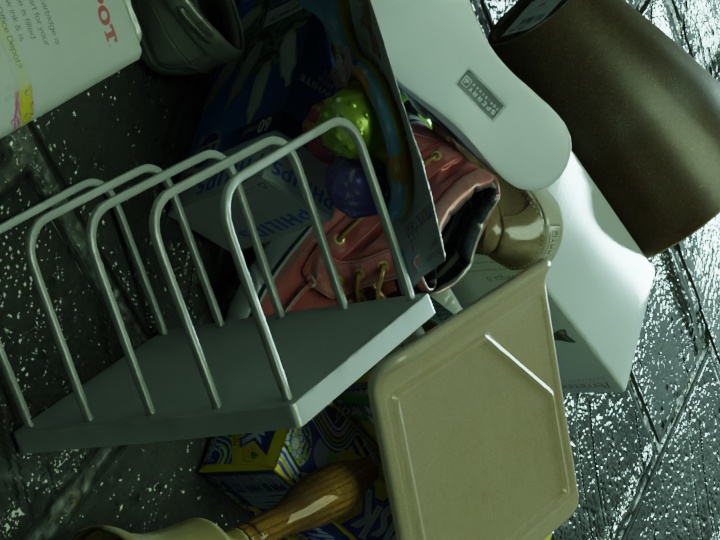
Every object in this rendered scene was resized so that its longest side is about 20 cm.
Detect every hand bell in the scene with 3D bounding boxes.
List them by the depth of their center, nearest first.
[{"bbox_3d":[-0.061,0.153,0.983,0.200,0.104,0.104,-27,108,-41],"label":"hand bell"}]

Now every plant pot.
[{"bbox_3d":[0.198,-0.136,1.380,0.200,0.187,0.187,51,46,-20],"label":"plant pot"}]

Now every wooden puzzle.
[{"bbox_3d":[0.072,0.111,1.075,0.185,0.037,0.200,-29,120,-45],"label":"wooden puzzle"}]

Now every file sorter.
[{"bbox_3d":[-0.092,0.007,0.910,0.139,0.200,0.125,-36,111,-51],"label":"file sorter"}]

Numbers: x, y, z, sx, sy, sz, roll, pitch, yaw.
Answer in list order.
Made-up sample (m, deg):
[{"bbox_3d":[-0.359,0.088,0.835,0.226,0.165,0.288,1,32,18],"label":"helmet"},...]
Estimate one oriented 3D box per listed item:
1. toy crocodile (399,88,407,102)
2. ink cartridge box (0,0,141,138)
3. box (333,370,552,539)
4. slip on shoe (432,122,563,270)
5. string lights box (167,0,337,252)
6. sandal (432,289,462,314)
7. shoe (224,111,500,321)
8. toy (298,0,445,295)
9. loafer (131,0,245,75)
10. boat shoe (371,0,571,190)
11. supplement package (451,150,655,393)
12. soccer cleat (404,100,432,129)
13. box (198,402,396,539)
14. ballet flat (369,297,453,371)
[{"bbox_3d":[0.034,-0.161,1.133,0.062,0.067,0.200,37,53,-15],"label":"toy crocodile"},{"bbox_3d":[-0.216,-0.136,0.843,0.200,0.087,0.146,-40,119,-47],"label":"ink cartridge box"},{"bbox_3d":[0.041,0.124,1.154,0.200,0.117,0.048,46,57,-43],"label":"box"},{"bbox_3d":[0.063,-0.065,1.173,0.060,0.200,0.076,1,124,-32],"label":"slip on shoe"},{"bbox_3d":[-0.044,-0.118,1.065,0.059,0.103,0.200,32,59,-30],"label":"string lights box"},{"bbox_3d":[0.057,0.068,1.237,0.050,0.082,0.203,-121,-169,-60],"label":"sandal"},{"bbox_3d":[0.000,0.000,1.059,0.200,0.091,0.071,-53,148,0],"label":"shoe"},{"bbox_3d":[-0.008,-0.087,0.956,0.047,0.115,0.200,-11,82,-11],"label":"toy"},{"bbox_3d":[-0.120,-0.214,1.004,0.070,0.070,0.200,-45,122,-48],"label":"loafer"},{"bbox_3d":[0.052,-0.130,1.052,0.200,0.068,0.072,43,85,-23],"label":"boat shoe"},{"bbox_3d":[0.125,-0.005,1.290,0.200,0.117,0.118,48,49,-40],"label":"supplement package"},{"bbox_3d":[0.018,-0.118,1.180,0.068,0.081,0.200,38,56,-47],"label":"soccer cleat"},{"bbox_3d":[-0.017,0.150,1.114,0.200,0.064,0.070,49,49,-42],"label":"box"},{"bbox_3d":[0.047,0.060,1.158,0.200,0.074,0.074,22,66,-27],"label":"ballet flat"}]
